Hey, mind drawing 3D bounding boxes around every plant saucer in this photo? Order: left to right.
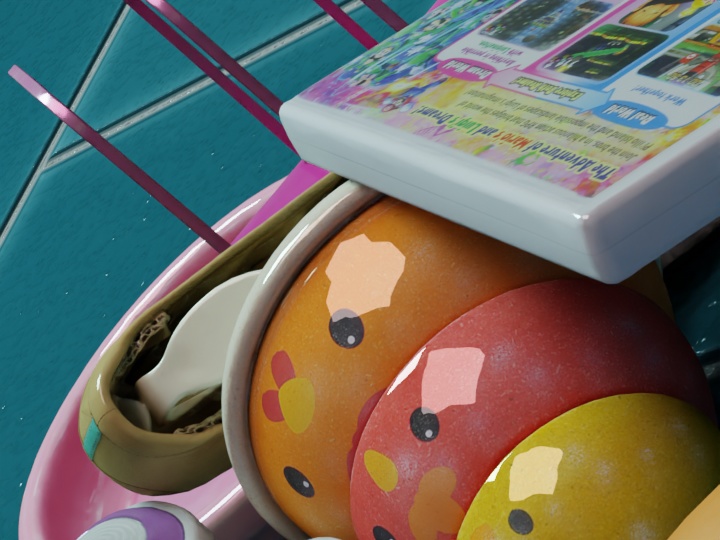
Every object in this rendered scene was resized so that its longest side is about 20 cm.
[{"bbox_3d":[-0.040,0.048,1.050,0.200,0.051,0.201,-37,25,21],"label":"plant saucer"}]

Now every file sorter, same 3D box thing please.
[{"bbox_3d":[-0.009,-0.096,0.980,0.200,0.125,0.139,-50,16,-2],"label":"file sorter"}]

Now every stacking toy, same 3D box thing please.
[{"bbox_3d":[0.061,0.063,0.793,0.146,0.146,0.200,-46,39,3],"label":"stacking toy"}]

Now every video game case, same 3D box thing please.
[{"bbox_3d":[0.090,-0.068,0.769,0.182,0.024,0.200,-33,21,-14],"label":"video game case"}]

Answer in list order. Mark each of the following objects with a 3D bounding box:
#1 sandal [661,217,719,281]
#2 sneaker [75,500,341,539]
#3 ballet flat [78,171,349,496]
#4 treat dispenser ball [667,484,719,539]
[{"bbox_3d":[0.048,0.009,0.926,0.200,0.075,0.045,-45,-18,-1],"label":"sandal"},{"bbox_3d":[-0.016,0.124,0.835,0.075,0.100,0.200,-50,27,-11],"label":"sneaker"},{"bbox_3d":[0.000,0.000,0.882,0.200,0.069,0.063,-39,-13,-9],"label":"ballet flat"},{"bbox_3d":[0.128,0.109,0.476,0.201,0.201,0.201,-38,25,21],"label":"treat dispenser ball"}]
